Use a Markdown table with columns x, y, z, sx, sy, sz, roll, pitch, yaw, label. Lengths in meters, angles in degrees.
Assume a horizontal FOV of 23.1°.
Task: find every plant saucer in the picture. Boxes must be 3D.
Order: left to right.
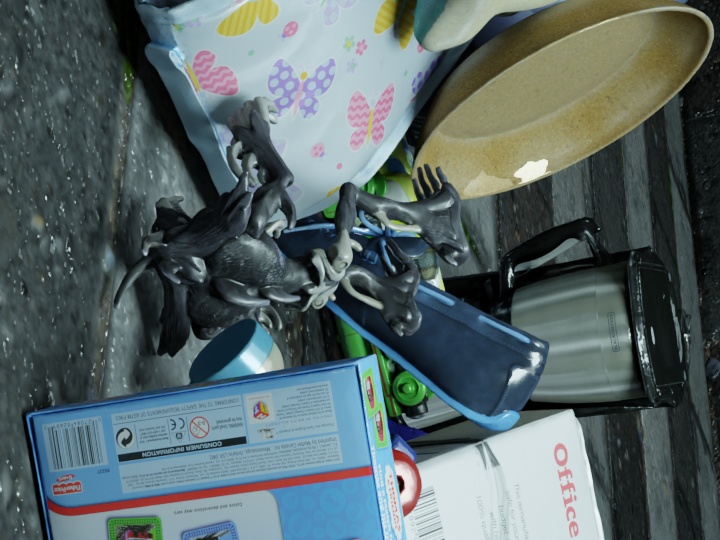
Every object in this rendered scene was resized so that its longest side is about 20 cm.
| x | y | z | sx | sy | sz | roll | pitch | yaw | label |
| --- | --- | --- | --- | --- | --- | --- | --- | --- | --- |
| 0.113 | -0.109 | 1.047 | 0.036 | 0.199 | 0.200 | 64 | 12 | 18 | plant saucer |

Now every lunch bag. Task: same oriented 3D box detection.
| x | y | z | sx | sy | sz | roll | pitch | yaw | label |
| --- | --- | --- | --- | --- | --- | --- | --- | --- | --- |
| -0.040 | -0.144 | 0.969 | 0.201 | 0.126 | 0.170 | -57 | 141 | -28 | lunch bag |

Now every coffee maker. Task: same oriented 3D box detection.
| x | y | z | sx | sy | sz | roll | pitch | yaw | label |
| --- | --- | --- | --- | --- | --- | --- | --- | --- | --- |
| 0.131 | 0.064 | 1.291 | 0.192 | 0.198 | 0.136 | 49 | 38 | -56 | coffee maker |

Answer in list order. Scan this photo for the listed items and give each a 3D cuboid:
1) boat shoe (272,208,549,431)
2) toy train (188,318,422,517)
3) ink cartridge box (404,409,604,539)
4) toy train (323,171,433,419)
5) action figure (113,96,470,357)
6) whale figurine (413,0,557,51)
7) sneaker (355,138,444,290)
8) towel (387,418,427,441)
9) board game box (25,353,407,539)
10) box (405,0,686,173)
| x | y | z | sx | sy | sz | roll | pitch | yaw | label |
| --- | --- | --- | --- | --- | --- | --- | --- | --- | --- |
| 0.025 | 0.011 | 1.015 | 0.199 | 0.069 | 0.084 | 38 | 4 | 14 | boat shoe |
| -0.070 | 0.128 | 0.816 | 0.116 | 0.084 | 0.200 | 47 | 64 | -17 | toy train |
| 0.045 | 0.172 | 0.996 | 0.199 | 0.084 | 0.146 | -13 | 94 | -41 | ink cartridge box |
| 0.000 | 0.000 | 1.127 | 0.042 | 0.056 | 0.202 | -8 | 84 | -73 | toy train |
| -0.046 | -0.015 | 0.898 | 0.198 | 0.120 | 0.102 | 2 | 35 | -39 | action figure |
| 0.090 | -0.203 | 0.967 | 0.200 | 0.104 | 0.159 | -41 | 171 | -31 | whale figurine |
| 0.023 | -0.024 | 1.197 | 0.105 | 0.075 | 0.203 | -14 | 93 | -74 | sneaker |
| 0.013 | 0.170 | 1.119 | 0.200 | 0.049 | 0.150 | 29 | 60 | -70 | towel |
| -0.050 | 0.147 | 0.734 | 0.037 | 0.149 | 0.203 | -8 | 89 | -74 | board game box |
| 0.096 | -0.209 | 1.161 | 0.200 | 0.123 | 0.199 | -47 | 129 | -24 | box |
